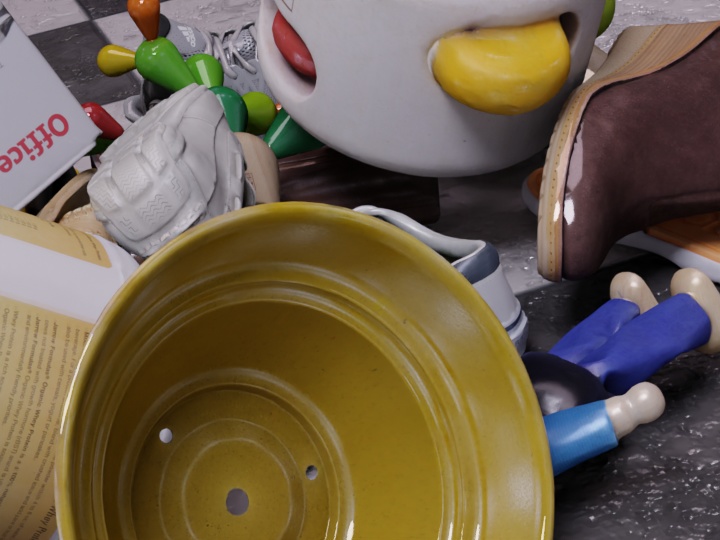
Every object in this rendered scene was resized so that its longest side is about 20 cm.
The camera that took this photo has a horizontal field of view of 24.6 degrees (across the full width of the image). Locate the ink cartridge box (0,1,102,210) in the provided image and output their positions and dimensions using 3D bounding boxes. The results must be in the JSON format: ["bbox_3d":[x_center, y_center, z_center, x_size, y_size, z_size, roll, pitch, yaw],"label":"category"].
[{"bbox_3d":[-0.252,-0.098,0.835,0.083,0.201,0.145,-26,15,44],"label":"ink cartridge box"}]

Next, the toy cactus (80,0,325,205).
[{"bbox_3d":[-0.071,-0.083,0.927,0.197,0.103,0.166,-3,39,-15],"label":"toy cactus"}]

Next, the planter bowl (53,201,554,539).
[{"bbox_3d":[-0.031,0.083,0.613,0.199,0.202,0.083,-27,2,-32],"label":"planter bowl"}]

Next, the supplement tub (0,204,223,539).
[{"bbox_3d":[-0.169,0.042,0.663,0.198,0.146,0.145,19,10,-30],"label":"supplement tub"}]

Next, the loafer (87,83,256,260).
[{"bbox_3d":[-0.085,-0.040,0.786,0.070,0.070,0.200,-36,14,10],"label":"loafer"}]

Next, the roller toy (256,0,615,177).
[{"bbox_3d":[0.038,-0.153,0.862,0.181,0.141,0.201,21,44,10],"label":"roller toy"}]

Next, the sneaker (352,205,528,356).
[{"bbox_3d":[0.000,0.000,0.855,0.198,0.072,0.073,7,30,37],"label":"sneaker"}]

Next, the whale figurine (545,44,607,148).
[{"bbox_3d":[0.097,-0.110,1.028,0.199,0.105,0.159,33,9,34],"label":"whale figurine"}]

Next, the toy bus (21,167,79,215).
[{"bbox_3d":[-0.259,-0.071,0.964,0.134,0.194,0.201,-2,28,14],"label":"toy bus"}]

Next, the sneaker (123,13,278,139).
[{"bbox_3d":[-0.073,-0.136,1.028,0.199,0.115,0.076,-37,40,27],"label":"sneaker"}]

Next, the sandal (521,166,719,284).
[{"bbox_3d":[0.171,-0.048,0.904,0.079,0.060,0.206,-25,29,-28],"label":"sandal"}]

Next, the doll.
[{"bbox_3d":[0.083,0.060,0.718,0.199,0.049,0.136,-32,16,-35],"label":"doll"}]

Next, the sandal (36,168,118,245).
[{"bbox_3d":[-0.154,0.005,0.836,0.078,0.070,0.212,-47,1,12],"label":"sandal"}]

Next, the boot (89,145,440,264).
[{"bbox_3d":[-0.059,-0.057,1.009,0.198,0.065,0.187,-17,35,-12],"label":"boot"}]

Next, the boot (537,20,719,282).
[{"bbox_3d":[0.186,-0.055,0.824,0.165,0.073,0.201,14,48,20],"label":"boot"}]
